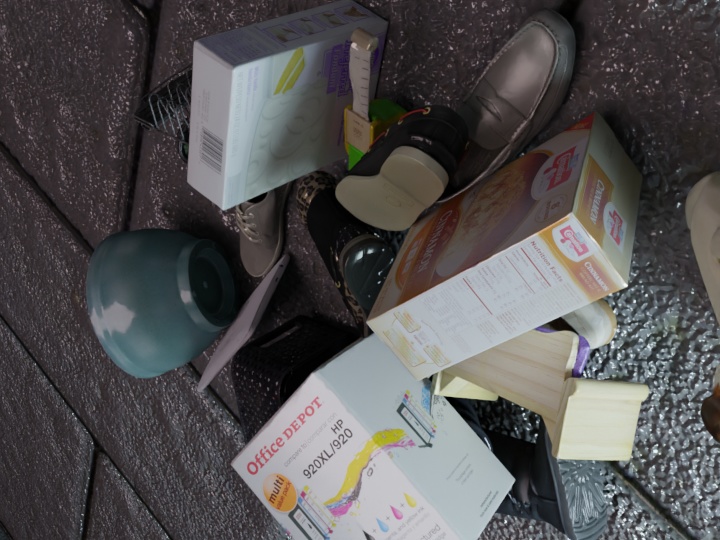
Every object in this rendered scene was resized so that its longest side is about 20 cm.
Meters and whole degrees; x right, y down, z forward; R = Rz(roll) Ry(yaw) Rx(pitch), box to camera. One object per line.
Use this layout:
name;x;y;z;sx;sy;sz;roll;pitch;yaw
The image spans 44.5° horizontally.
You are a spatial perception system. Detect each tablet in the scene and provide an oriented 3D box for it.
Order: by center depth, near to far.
tablet;-0.153;0.070;1.129;0.014;0.131;0.200;32;141;-11

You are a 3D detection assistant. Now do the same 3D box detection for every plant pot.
plant pot;-0.246;0.031;1.172;0.133;0.200;0.203;-14;102;24

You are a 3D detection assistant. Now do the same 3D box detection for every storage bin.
storage bin;-0.067;0.174;1.077;0.093;0.135;0.203;15;122;42

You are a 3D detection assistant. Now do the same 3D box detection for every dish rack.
dish rack;-0.156;-0.193;0.959;0.199;0.153;0.055;26;146;37

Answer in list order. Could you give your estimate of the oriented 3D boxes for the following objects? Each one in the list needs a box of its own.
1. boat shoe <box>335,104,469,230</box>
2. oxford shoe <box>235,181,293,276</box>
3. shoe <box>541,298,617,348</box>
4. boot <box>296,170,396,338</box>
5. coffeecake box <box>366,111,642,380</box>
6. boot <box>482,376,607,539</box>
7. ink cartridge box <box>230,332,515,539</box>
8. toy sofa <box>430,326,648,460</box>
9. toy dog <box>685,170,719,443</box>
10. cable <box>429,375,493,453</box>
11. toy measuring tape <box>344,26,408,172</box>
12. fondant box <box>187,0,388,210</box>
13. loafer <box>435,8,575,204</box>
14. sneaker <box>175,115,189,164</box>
boat shoe;0.035;-0.086;0.784;0.073;0.064;0.201;35;160;-11
oxford shoe;-0.127;-0.069;1.067;0.075;0.058;0.201;40;138;22
shoe;0.143;0.010;0.817;0.199;0.053;0.071;35;134;29
boot;0.001;-0.001;0.959;0.154;0.073;0.205;56;172;42
coffeecake box;0.117;-0.018;0.707;0.199;0.154;0.073;-30;110;36
boot;0.153;0.176;0.905;0.199;0.065;0.167;5;102;58
ink cartridge box;0.012;0.188;0.826;0.200;0.144;0.147;47;117;9
toy sofa;0.151;0.089;0.774;0.199;0.082;0.099;16;96;61
toy dog;0.291;0.038;0.609;0.193;0.138;0.203;22;128;55
cable;0.066;0.180;0.939;0.201;0.050;0.164;58;139;40
toy measuring tape;0.021;-0.154;0.828;0.073;0.073;0.201;39;152;25
fondant box;-0.068;-0.161;0.834;0.058;0.199;0.146;35;134;26
loafer;0.117;-0.129;0.751;0.070;0.069;0.201;45;138;20
sneaker;-0.187;-0.159;1.048;0.199;0.082;0.072;10;121;61
